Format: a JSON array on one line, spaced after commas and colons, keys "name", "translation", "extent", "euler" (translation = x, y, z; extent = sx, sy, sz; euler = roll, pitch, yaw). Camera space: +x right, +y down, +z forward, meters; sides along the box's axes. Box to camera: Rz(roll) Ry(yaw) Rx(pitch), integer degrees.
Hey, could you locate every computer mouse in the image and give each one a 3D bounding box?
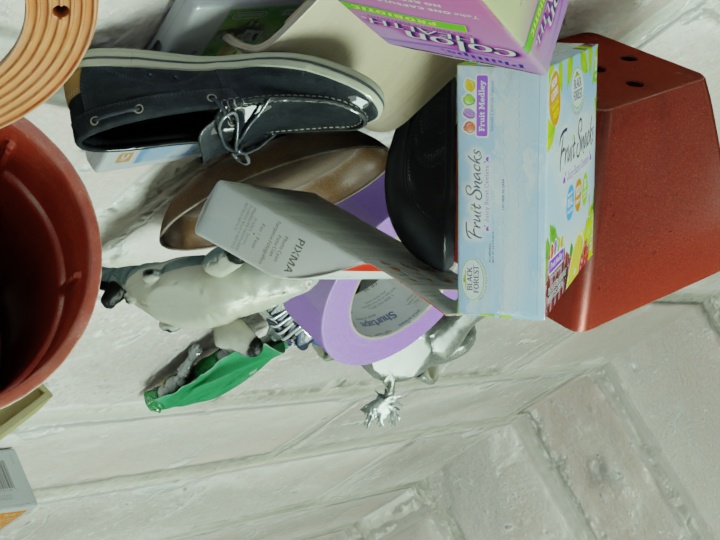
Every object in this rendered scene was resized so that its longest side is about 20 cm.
[{"name": "computer mouse", "translation": [0.045, -0.096, 1.024], "extent": [0.053, 0.201, 0.139], "euler": [1, 163, 2]}]

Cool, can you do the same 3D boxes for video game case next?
[{"name": "video game case", "translation": [-0.072, -0.138, 0.956], "extent": [0.200, 0.022, 0.182], "euler": [-14, 158, -40]}]

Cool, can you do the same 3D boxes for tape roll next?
[{"name": "tape roll", "translation": [0.024, -0.009, 1.286], "extent": [0.200, 0.066, 0.200], "euler": [-31, 145, -24]}]

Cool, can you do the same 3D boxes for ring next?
[{"name": "ring", "translation": [-0.226, -0.130, 0.651], "extent": [0.200, 0.019, 0.201], "euler": [-9, 145, -6]}]

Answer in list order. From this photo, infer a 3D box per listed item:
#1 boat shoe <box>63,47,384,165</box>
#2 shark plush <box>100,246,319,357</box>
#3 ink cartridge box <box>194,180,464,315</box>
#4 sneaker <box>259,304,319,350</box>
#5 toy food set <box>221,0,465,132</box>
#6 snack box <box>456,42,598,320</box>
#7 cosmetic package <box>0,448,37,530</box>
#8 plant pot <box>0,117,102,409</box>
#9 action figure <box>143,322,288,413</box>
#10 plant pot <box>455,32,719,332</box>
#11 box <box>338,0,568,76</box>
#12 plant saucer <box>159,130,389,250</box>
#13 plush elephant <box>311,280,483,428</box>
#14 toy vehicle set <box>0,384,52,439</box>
[{"name": "boat shoe", "translation": [-0.085, -0.097, 0.850], "extent": [0.199, 0.062, 0.075], "euler": [2, 162, -5]}, {"name": "shark plush", "translation": [-0.134, 0.017, 1.091], "extent": [0.199, 0.091, 0.083], "euler": [-9, -158, 27]}, {"name": "ink cartridge box", "translation": [0.000, 0.000, 1.009], "extent": [0.047, 0.200, 0.160], "euler": [-63, 158, 10]}, {"name": "sneaker", "translation": [-0.064, 0.030, 1.348], "extent": [0.077, 0.085, 0.200], "euler": [-32, 162, 12]}, {"name": "toy food set", "translation": [0.026, -0.185, 0.880], "extent": [0.200, 0.060, 0.143], "euler": [-43, 144, 17]}, {"name": "snack box", "translation": [0.121, -0.071, 0.972], "extent": [0.067, 0.169, 0.200], "euler": [3, -167, 17]}, {"name": "cosmetic package", "translation": [-0.453, 0.269, 1.453], "extent": [0.200, 0.071, 0.101], "euler": [-35, 162, 22]}, {"name": "plant pot", "translation": [-0.276, 0.018, 0.832], "extent": [0.200, 0.201, 0.195], "euler": [-19, 169, -28]}, {"name": "action figure", "translation": [-0.156, 0.105, 1.475], "extent": [0.200, 0.055, 0.118], "euler": [-29, 166, 23]}, {"name": "plant pot", "translation": [0.191, -0.091, 1.172], "extent": [0.199, 0.200, 0.177], "euler": [-20, 127, -35]}, {"name": "box", "translation": [0.046, -0.210, 0.652], "extent": [0.200, 0.096, 0.177], "euler": [19, 86, -67]}, {"name": "plant saucer", "translation": [-0.071, -0.068, 1.101], "extent": [0.200, 0.032, 0.200], "euler": [-22, 170, -4]}, {"name": "plush elephant", "translation": [0.033, 0.058, 1.494], "extent": [0.164, 0.155, 0.201], "euler": [17, 100, -18]}, {"name": "toy vehicle set", "translation": [-0.318, 0.092, 0.949], "extent": [0.027, 0.124, 0.200], "euler": [-41, -179, 35]}]
